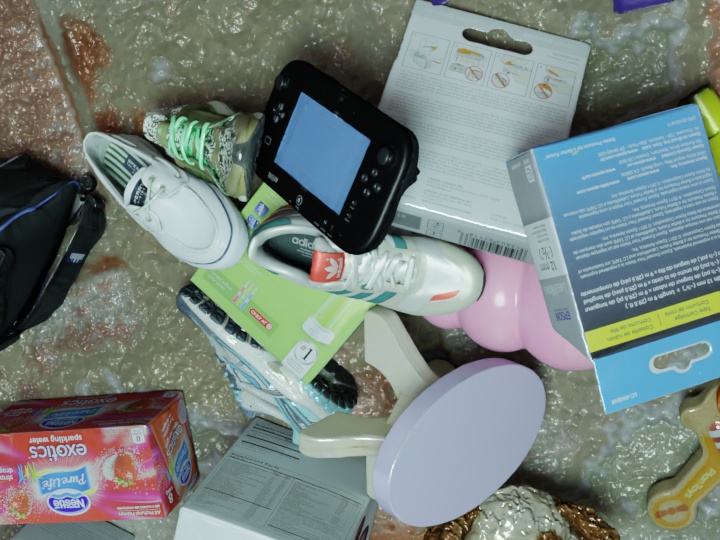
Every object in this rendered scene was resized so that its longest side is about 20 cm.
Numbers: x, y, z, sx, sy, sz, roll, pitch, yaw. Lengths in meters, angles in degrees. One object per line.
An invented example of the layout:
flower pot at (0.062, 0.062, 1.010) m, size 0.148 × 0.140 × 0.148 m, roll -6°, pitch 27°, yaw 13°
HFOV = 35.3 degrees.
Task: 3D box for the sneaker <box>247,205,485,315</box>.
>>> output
sneaker at (0.000, 0.000, 0.918) m, size 0.198 × 0.093 × 0.071 m, roll 16°, pitch 106°, yaw 13°

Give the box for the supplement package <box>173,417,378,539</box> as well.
supplement package at (-0.083, 0.278, 1.049) m, size 0.146 × 0.200 × 0.193 m, roll 18°, pitch 109°, yaw 9°

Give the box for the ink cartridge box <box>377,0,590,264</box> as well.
ink cartridge box at (0.092, -0.118, 0.941) m, size 0.161 × 0.201 × 0.050 m, roll 15°, pitch 152°, yaw 5°

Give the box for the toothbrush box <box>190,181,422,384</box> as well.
toothbrush box at (-0.032, -0.024, 1.017) m, size 0.145 × 0.086 × 0.200 m, roll 40°, pitch 111°, yaw 3°

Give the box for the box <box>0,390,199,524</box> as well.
box at (-0.274, 0.187, 1.130) m, size 0.198 × 0.095 × 0.101 m, roll -5°, pitch 104°, yaw 16°

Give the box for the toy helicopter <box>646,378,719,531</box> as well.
toy helicopter at (0.328, 0.162, 0.993) m, size 0.132 × 0.079 × 0.201 m, roll 30°, pitch 121°, yaw -4°

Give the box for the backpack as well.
backpack at (-0.362, -0.006, 1.060) m, size 0.153 × 0.200 × 0.192 m, roll 27°, pitch 116°, yaw 11°

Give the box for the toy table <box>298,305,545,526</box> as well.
toy table at (0.053, 0.131, 0.971) m, size 0.117 × 0.199 × 0.186 m, roll 19°, pitch 108°, yaw 41°

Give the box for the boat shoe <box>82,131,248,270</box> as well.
boat shoe at (-0.183, -0.063, 1.009) m, size 0.199 × 0.067 × 0.074 m, roll 34°, pitch 102°, yaw 36°

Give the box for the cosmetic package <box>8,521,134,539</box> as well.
cosmetic package at (-0.314, 0.313, 1.117) m, size 0.101 × 0.200 × 0.075 m, roll 24°, pitch 109°, yaw 8°

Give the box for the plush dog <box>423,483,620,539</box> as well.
plush dog at (0.138, 0.271, 1.013) m, size 0.198 × 0.161 × 0.173 m, roll -2°, pitch 111°, yaw -11°

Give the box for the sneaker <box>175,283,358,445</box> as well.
sneaker at (-0.103, 0.093, 1.073) m, size 0.200 × 0.078 × 0.087 m, roll 39°, pitch 113°, yaw 2°

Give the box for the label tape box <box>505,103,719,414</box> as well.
label tape box at (0.208, -0.009, 0.855) m, size 0.142 × 0.066 × 0.202 m, roll -15°, pitch 91°, yaw -13°

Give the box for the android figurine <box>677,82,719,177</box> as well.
android figurine at (0.302, -0.045, 0.924) m, size 0.181 × 0.041 × 0.201 m, roll -33°, pitch 92°, yaw -6°

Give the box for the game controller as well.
game controller at (-0.026, -0.092, 0.890) m, size 0.200 × 0.042 × 0.105 m, roll 41°, pitch 104°, yaw 48°

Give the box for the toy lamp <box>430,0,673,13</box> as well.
toy lamp at (0.158, -0.242, 0.927) m, size 0.198 × 0.058 × 0.059 m, roll 6°, pitch 106°, yaw 12°

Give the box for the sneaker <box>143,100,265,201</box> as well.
sneaker at (-0.140, -0.106, 0.959) m, size 0.088 × 0.200 × 0.078 m, roll 6°, pitch 99°, yaw -22°

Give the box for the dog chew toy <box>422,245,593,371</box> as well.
dog chew toy at (0.137, 0.017, 0.972) m, size 0.198 × 0.124 × 0.126 m, roll 6°, pitch 106°, yaw 22°
